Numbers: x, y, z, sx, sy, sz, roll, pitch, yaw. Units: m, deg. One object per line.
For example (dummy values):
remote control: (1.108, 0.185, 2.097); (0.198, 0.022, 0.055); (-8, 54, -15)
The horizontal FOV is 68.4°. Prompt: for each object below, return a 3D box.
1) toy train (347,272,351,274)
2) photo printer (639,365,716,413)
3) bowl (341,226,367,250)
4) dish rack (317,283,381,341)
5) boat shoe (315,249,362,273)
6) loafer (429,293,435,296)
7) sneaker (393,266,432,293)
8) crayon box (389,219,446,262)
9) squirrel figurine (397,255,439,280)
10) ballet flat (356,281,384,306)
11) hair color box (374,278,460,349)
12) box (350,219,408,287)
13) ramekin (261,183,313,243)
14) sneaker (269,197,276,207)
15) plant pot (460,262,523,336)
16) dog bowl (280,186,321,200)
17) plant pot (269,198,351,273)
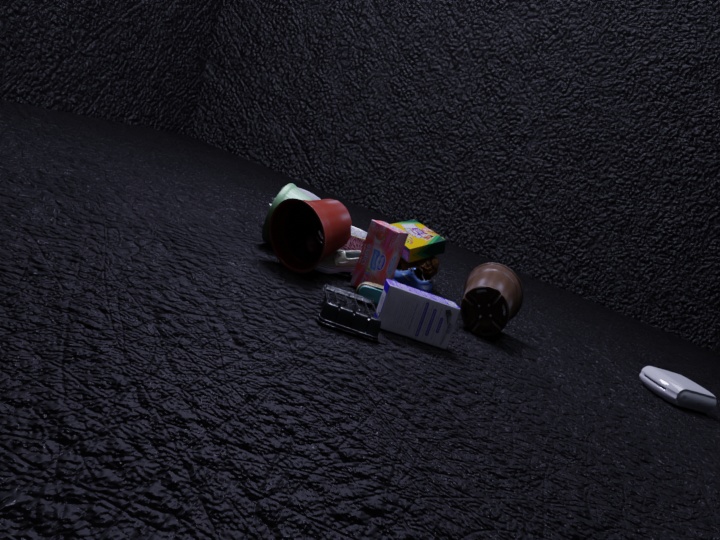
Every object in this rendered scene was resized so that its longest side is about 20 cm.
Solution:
toy train: (0.000, 0.000, 1.736); (0.194, 0.035, 0.046); (13, 12, -32)
photo printer: (1.023, 0.383, 1.724); (0.193, 0.072, 0.167); (16, 13, -21)
bowl: (-0.045, -0.104, 1.956); (0.194, 0.098, 0.201); (19, 13, -4)
dish rack: (-0.028, 0.091, 1.265); (0.148, 0.056, 0.200); (20, 10, -10)
boat shoe: (-0.062, -0.035, 1.632); (0.192, 0.064, 0.073); (1, 35, -25)
loafer: (0.154, 0.082, 1.544); (0.193, 0.076, 0.071); (18, 13, -13)
sneaker: (0.167, 0.024, 1.776); (0.197, 0.092, 0.077); (29, 14, 35)
crayon box: (0.185, -0.112, 1.927); (0.167, 0.060, 0.199); (-13, 32, -30)
squirrel figurine: (0.187, -0.031, 1.949); (0.179, 0.147, 0.200); (11, 11, -12)
ballet flat: (0.082, 0.079, 1.462); (0.193, 0.073, 0.071); (19, 12, 1)
hair color box: (0.139, 0.109, 1.325); (0.193, 0.113, 0.065); (19, 10, -9)
box: (0.057, -0.034, 1.577); (0.100, 0.207, 0.094); (24, 11, 20)
ramekin: (-0.220, -0.160, 1.678); (0.095, 0.205, 0.200); (27, 13, 7)
sneaker: (-0.270, -0.172, 1.845); (0.100, 0.061, 0.205); (10, 44, -17)
plant pot: (0.399, 0.097, 1.644); (0.195, 0.207, 0.197); (23, 19, 16)
dog bowl: (-0.237, -0.248, 2.102); (0.193, 0.082, 0.201); (19, -14, 5)
plant pot: (-0.129, -0.117, 1.531); (0.196, 0.208, 0.194); (25, 25, 23)
